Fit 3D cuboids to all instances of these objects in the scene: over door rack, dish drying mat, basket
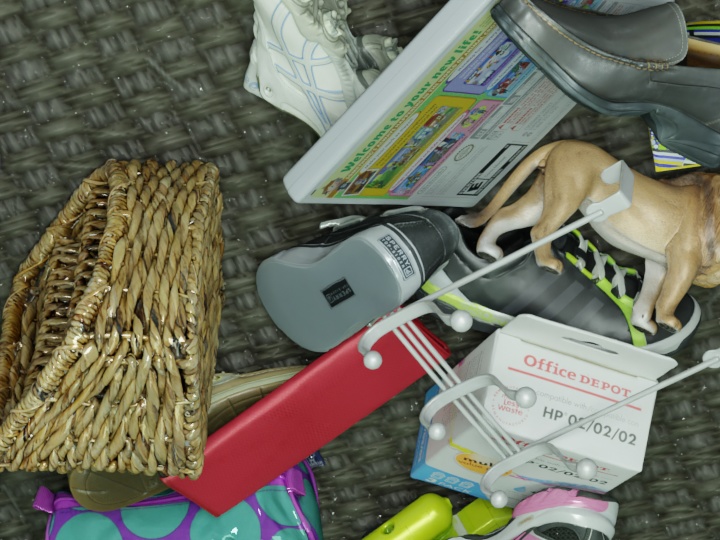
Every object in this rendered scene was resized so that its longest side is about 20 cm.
[{"bbox_3d":[0.119,0.048,1.559,0.200,0.067,0.148,-33,118,15],"label":"over door rack"},{"bbox_3d":[-0.037,0.094,1.728,0.200,0.018,0.077,-35,144,11],"label":"dish drying mat"},{"bbox_3d":[-0.165,0.019,1.624,0.148,0.200,0.143,2,130,2],"label":"basket"}]

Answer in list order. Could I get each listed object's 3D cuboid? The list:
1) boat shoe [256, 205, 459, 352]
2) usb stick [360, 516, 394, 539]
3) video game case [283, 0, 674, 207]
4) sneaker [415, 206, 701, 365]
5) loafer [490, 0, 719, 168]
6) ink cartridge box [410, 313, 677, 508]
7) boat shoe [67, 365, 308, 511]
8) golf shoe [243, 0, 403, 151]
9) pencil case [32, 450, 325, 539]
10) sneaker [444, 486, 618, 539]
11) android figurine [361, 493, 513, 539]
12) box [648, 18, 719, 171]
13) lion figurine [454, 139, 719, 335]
[{"bbox_3d":[-0.001,-0.002,1.659,0.074,0.068,0.199,58,152,0],"label":"boat shoe"},{"bbox_3d":[0.064,0.255,1.904,0.055,0.033,0.200,-24,124,15],"label":"usb stick"},{"bbox_3d":[0.072,-0.109,1.552,0.182,0.022,0.200,-1,143,-52],"label":"video game case"},{"bbox_3d":[0.129,0.004,1.678,0.199,0.072,0.083,10,126,-5],"label":"sneaker"},{"bbox_3d":[0.156,-0.127,1.480,0.200,0.073,0.072,19,117,-42],"label":"loafer"},{"bbox_3d":[0.118,0.099,1.698,0.115,0.068,0.200,17,158,-10],"label":"ink cartridge box"},{"bbox_3d":[-0.109,0.099,1.768,0.199,0.066,0.074,-16,129,-10],"label":"boat shoe"},{"bbox_3d":[-0.043,-0.138,1.577,0.097,0.078,0.200,-22,123,26],"label":"golf shoe"},{"bbox_3d":[-0.123,0.180,1.823,0.199,0.085,0.093,-11,126,12],"label":"pencil case"},{"bbox_3d":[0.096,0.221,1.740,0.080,0.087,0.200,19,142,-22],"label":"sneaker"},{"bbox_3d":[0.075,0.235,1.850,0.200,0.041,0.182,-36,122,1],"label":"android figurine"},{"bbox_3d":[0.273,-0.117,1.579,0.199,0.064,0.070,-8,128,9],"label":"box"},{"bbox_3d":[0.168,-0.036,1.631,0.199,0.123,0.072,26,168,-10],"label":"lion figurine"}]
